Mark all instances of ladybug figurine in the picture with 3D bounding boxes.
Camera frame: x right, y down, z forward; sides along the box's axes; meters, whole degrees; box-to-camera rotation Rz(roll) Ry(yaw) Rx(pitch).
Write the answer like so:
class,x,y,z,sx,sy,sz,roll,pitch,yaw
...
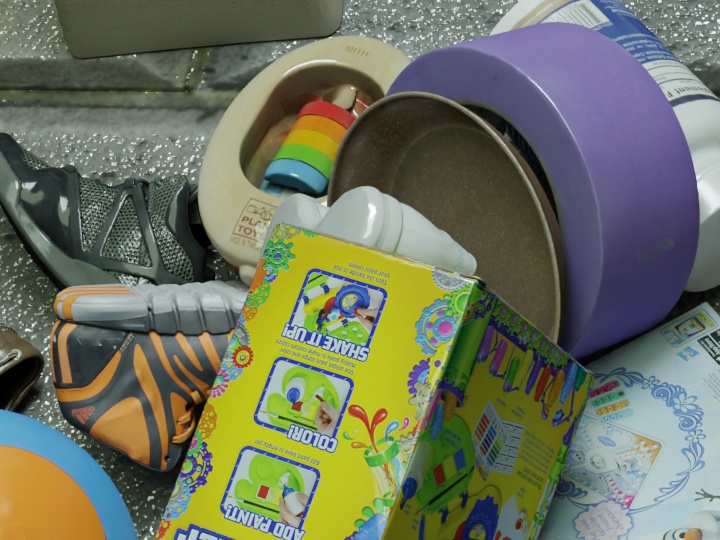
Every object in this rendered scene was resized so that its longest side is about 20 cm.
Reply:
class,x,y,z,sx,sy,sz,roll,pitch,yaw
ladybug figurine,-0.029,-0.063,1.631,0.135,0.072,0.200,20,58,20

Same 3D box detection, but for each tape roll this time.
class,x,y,z,sx,sy,sz,roll,pitch,yaw
tape roll,0.100,-0.043,1.509,0.085,0.200,0.200,-18,48,-38

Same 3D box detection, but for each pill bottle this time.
class,x,y,z,sx,sy,sz,roll,pitch,yaw
pill bottle,0.168,-0.082,1.574,0.111,0.111,0.200,-35,57,-7

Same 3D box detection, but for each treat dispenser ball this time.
class,x,y,z,sx,sy,sz,roll,pitch,yaw
treat dispenser ball,-0.223,0.177,1.434,0.200,0.201,0.201,-7,58,11

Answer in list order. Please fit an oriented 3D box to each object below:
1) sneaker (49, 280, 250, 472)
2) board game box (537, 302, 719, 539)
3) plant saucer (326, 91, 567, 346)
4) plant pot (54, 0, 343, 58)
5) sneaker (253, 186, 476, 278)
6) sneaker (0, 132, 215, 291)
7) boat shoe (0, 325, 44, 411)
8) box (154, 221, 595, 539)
class,x,y,z,sx,sy,sz,roll,pitch,yaw
sneaker,-0.096,0.066,1.584,0.199,0.078,0.112,0,98,-14
board game box,0.163,0.127,1.439,0.199,0.043,0.200,-26,40,-9
plant saucer,0.057,-0.009,1.479,0.037,0.201,0.200,-17,48,-38
plant pot,-0.125,-0.285,1.741,0.199,0.177,0.200,-4,58,14
sneaker,0.000,0.000,1.471,0.088,0.200,0.075,19,81,-20
sneaker,-0.165,-0.037,1.663,0.114,0.076,0.199,-40,60,-12
boat shoe,-0.270,0.116,1.596,0.075,0.075,0.203,20,66,25
box,0.011,0.104,1.325,0.122,0.200,0.193,16,80,26
